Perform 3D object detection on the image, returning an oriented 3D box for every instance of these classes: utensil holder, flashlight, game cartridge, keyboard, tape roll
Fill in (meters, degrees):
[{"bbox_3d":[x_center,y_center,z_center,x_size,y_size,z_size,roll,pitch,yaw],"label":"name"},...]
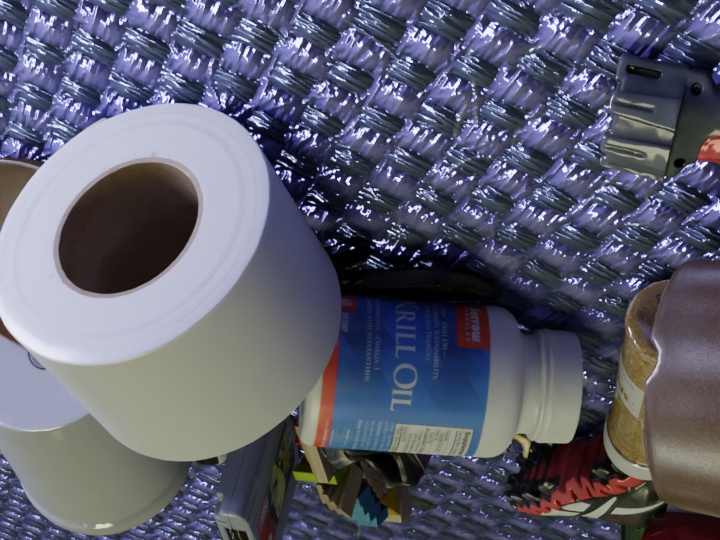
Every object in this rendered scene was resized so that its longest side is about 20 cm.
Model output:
[{"bbox_3d":[-0.247,0.115,1.377,0.168,0.171,0.201,11,151,15],"label":"utensil holder"},{"bbox_3d":[0.230,-0.058,0.848,0.198,0.068,0.068,12,154,11],"label":"flashlight"},{"bbox_3d":[-0.093,0.201,1.471,0.040,0.134,0.201,7,153,8],"label":"game cartridge"},{"bbox_3d":[0.000,0.000,1.162,0.198,0.040,0.104,-4,169,36],"label":"keyboard"},{"bbox_3d":[-0.127,0.008,1.058,0.201,0.204,0.139,5,151,25],"label":"tape roll"}]

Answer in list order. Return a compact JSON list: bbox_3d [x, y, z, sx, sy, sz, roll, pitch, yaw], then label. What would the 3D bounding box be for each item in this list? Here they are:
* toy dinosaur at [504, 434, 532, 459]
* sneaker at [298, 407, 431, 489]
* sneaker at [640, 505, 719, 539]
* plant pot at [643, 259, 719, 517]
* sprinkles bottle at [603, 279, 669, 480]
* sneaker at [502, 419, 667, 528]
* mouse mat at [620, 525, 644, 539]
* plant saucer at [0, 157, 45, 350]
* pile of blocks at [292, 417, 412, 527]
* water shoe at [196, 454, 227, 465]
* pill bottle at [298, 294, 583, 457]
[{"bbox_3d":[0.094,0.108,1.258,0.100,0.059,0.201,14,153,13],"label":"toy dinosaur"},{"bbox_3d":[-0.017,0.113,1.307,0.199,0.088,0.076,31,152,-21],"label":"sneaker"},{"bbox_3d":[0.325,0.253,1.307,0.198,0.116,0.078,-2,143,35],"label":"sneaker"},{"bbox_3d":[0.279,0.076,0.912,0.196,0.202,0.201,3,149,28],"label":"plant pot"},{"bbox_3d":[0.214,0.082,1.118,0.068,0.069,0.201,13,152,11],"label":"sprinkles bottle"},{"bbox_3d":[0.200,0.177,1.300,0.097,0.071,0.200,32,149,-20],"label":"sneaker"},{"bbox_3d":[0.320,0.262,1.455,0.159,0.008,0.201,11,151,16],"label":"mouse mat"},{"bbox_3d":[-0.244,-0.012,1.229,0.198,0.035,0.202,12,131,14],"label":"plant saucer"},{"bbox_3d":[-0.021,0.194,1.468,0.062,0.083,0.200,1,149,31],"label":"pile of blocks"},{"bbox_3d":[-0.231,0.168,1.561,0.198,0.080,0.072,23,153,-8],"label":"water shoe"},{"bbox_3d":[0.057,0.078,1.146,0.198,0.113,0.112,3,154,-5],"label":"pill bottle"}]
